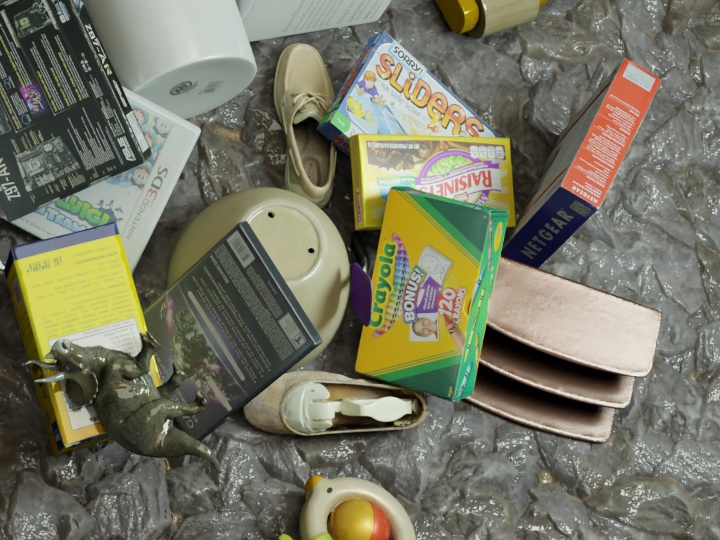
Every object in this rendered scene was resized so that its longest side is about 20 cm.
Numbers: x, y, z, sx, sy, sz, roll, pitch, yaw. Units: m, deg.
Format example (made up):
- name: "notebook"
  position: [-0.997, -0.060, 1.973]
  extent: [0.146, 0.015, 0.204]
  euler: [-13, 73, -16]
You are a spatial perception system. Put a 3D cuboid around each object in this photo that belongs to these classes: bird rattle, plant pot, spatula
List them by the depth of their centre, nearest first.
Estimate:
- name: "bird rattle"
  position: [0.006, 0.282, 1.547]
  extent: [0.198, 0.113, 0.164]
  euler: [10, 51, -15]
- name: "plant pot"
  position: [-0.096, -0.006, 1.604]
  extent: [0.198, 0.135, 0.202]
  euler: [5, 69, -13]
- name: "spatula"
  position: [0.000, 0.000, 1.618]
  extent: [0.020, 0.200, 0.057]
  euler: [1, 111, -2]

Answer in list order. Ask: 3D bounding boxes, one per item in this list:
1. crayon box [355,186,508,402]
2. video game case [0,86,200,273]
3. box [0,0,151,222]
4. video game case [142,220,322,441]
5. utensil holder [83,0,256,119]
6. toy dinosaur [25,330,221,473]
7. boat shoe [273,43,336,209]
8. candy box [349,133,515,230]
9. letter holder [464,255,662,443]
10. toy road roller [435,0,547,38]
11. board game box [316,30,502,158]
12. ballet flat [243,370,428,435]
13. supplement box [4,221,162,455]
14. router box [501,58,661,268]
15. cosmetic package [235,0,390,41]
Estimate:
- name: "crayon box"
  position: [0.074, 0.022, 1.605]
  extent: [0.118, 0.058, 0.202]
  euler: [14, 99, 25]
- name: "video game case"
  position: [-0.291, -0.112, 1.592]
  extent: [0.199, 0.024, 0.183]
  euler: [28, 105, -3]
- name: "box"
  position: [-0.323, -0.172, 1.545]
  extent: [0.159, 0.044, 0.202]
  euler: [-23, 102, 9]
- name: "video game case"
  position: [-0.143, 0.066, 1.544]
  extent: [0.144, 0.200, 0.019]
  euler: [57, 32, 10]
- name: "utensil holder"
  position: [-0.217, -0.281, 1.657]
  extent: [0.168, 0.170, 0.202]
  euler: [-15, 76, -20]
- name: "toy dinosaur"
  position: [-0.211, 0.123, 1.448]
  extent: [0.102, 0.077, 0.200]
  euler: [-41, 104, -2]
- name: "boat shoe"
  position: [-0.056, -0.168, 1.713]
  extent: [0.071, 0.065, 0.202]
  euler: [2, 70, -14]
- name: "candy box"
  position: [0.081, -0.096, 1.685]
  extent: [0.198, 0.026, 0.103]
  euler: [-2, 87, -30]
- name: "letter holder"
  position: [0.207, 0.091, 1.669]
  extent: [0.198, 0.101, 0.143]
  euler: [19, 68, -8]
- name: "toy road roller"
  position: [0.144, -0.391, 1.805]
  extent: [0.122, 0.146, 0.201]
  euler: [-20, 76, -21]
- name: "board game box"
  position: [0.060, -0.151, 1.720]
  extent: [0.200, 0.034, 0.136]
  euler: [39, 64, -20]
- name: "ballet flat"
  position: [-0.021, 0.139, 1.600]
  extent: [0.198, 0.067, 0.069]
  euler: [-2, 95, -15]
- name: "supplement box"
  position: [-0.274, 0.069, 1.525]
  extent: [0.108, 0.109, 0.202]
  euler: [-14, 83, -19]
- name: "router box"
  position: [0.240, -0.112, 1.699]
  extent: [0.049, 0.200, 0.180]
  euler: [30, 67, -2]
- name: "cosmetic package"
  position: [-0.064, -0.376, 1.724]
  extent: [0.198, 0.165, 0.166]
  euler: [-13, 73, -26]
